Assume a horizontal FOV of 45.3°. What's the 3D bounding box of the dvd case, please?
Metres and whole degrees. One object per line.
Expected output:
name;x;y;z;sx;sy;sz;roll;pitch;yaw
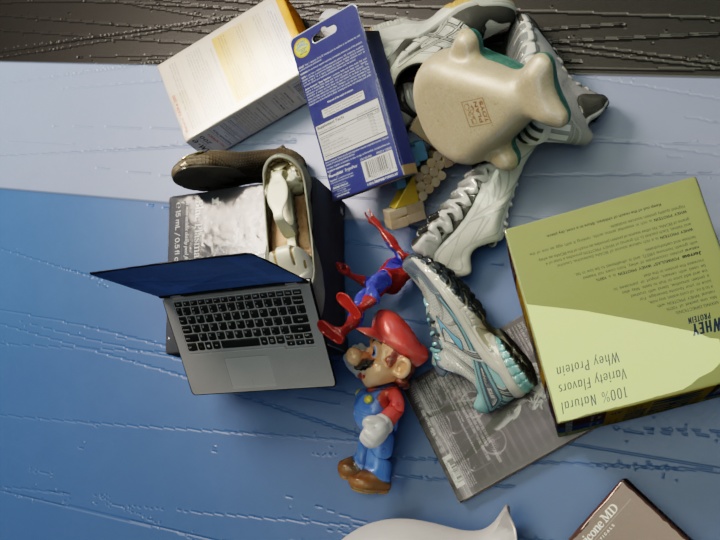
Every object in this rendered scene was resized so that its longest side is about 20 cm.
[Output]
dvd case;0.164;0.148;0.978;0.199;0.016;0.150;-32;68;11

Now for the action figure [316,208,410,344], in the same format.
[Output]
action figure;0.000;0.000;0.975;0.099;0.200;0.065;44;120;8

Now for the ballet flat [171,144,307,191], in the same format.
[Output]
ballet flat;-0.147;-0.131;1.062;0.067;0.199;0.047;-28;76;46

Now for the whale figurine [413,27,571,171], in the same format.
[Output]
whale figurine;0.149;-0.188;0.925;0.199;0.103;0.160;0;118;54

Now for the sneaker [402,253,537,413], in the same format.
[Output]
sneaker;0.102;0.071;0.954;0.086;0.078;0.201;-41;81;14

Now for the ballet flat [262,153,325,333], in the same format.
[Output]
ballet flat;-0.082;-0.033;0.954;0.067;0.064;0.202;-9;76;12

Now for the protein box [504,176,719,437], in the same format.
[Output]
protein box;0.270;0.044;0.889;0.196;0.135;0.202;-16;71;9

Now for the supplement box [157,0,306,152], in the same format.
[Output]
supplement box;-0.155;-0.257;1.148;0.199;0.073;0.127;-27;71;11

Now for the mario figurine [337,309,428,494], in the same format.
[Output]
mario figurine;0.005;0.142;0.982;0.122;0.106;0.202;9;88;38

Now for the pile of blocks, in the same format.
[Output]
pile of blocks;0.076;-0.142;1.044;0.082;0.062;0.201;35;88;-19

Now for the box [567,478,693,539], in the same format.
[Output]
box;0.309;0.314;0.861;0.200;0.075;0.100;42;94;24

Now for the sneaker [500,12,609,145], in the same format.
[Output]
sneaker;0.232;-0.217;1.017;0.114;0.075;0.202;8;54;-13

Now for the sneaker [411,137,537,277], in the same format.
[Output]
sneaker;0.148;-0.080;1.014;0.081;0.075;0.200;40;86;-4

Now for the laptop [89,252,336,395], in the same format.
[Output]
laptop;-0.148;0.064;0.906;0.185;0.116;0.202;-6;110;21

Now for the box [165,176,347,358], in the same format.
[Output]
box;-0.125;0.005;1.057;0.198;0.117;0.199;-6;76;16

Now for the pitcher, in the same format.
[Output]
pitcher;0.075;0.348;0.919;0.198;0.121;0.174;-10;90;5

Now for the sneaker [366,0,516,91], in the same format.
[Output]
sneaker;0.099;-0.261;1.027;0.198;0.076;0.089;-20;77;-4

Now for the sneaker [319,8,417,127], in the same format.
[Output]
sneaker;-0.013;-0.236;1.093;0.115;0.075;0.200;-41;72;3

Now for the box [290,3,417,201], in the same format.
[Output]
box;-0.010;-0.194;1.008;0.120;0.032;0.202;-14;93;44
